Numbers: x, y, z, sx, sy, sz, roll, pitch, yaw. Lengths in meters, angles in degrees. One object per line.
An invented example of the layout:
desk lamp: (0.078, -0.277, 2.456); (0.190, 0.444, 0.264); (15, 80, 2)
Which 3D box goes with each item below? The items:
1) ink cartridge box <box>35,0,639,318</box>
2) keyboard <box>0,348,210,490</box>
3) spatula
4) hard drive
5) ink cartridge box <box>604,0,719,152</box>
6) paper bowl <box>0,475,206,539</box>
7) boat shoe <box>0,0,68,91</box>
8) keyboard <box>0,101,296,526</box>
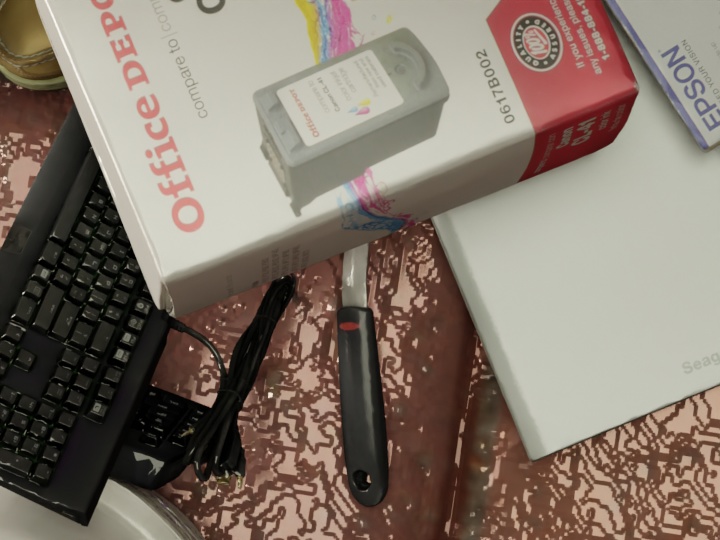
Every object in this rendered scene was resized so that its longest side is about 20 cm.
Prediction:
ink cartridge box: (-0.012, -0.087, 0.842); (0.200, 0.086, 0.148); (-22, 82, -8)
keyboard: (-0.158, 0.034, 0.877); (0.199, 0.104, 0.040); (18, 113, 5)
spatula: (0.000, 0.000, 0.908); (0.056, 0.021, 0.201); (-1, 88, 35)
hard drive: (0.095, -0.036, 0.911); (0.132, 0.026, 0.200); (-22, 83, 1)
ink cartridge box: (0.173, -0.179, 0.909); (0.200, 0.043, 0.197); (-31, 84, -3)
paper bowl: (-0.146, 0.172, 0.864); (0.200, 0.104, 0.201); (0, 84, 4)
boat shoe: (-0.082, -0.155, 0.907); (0.200, 0.076, 0.072); (-41, 84, -1)
keyboard: (-0.086, 0.013, 0.869); (0.127, 0.021, 0.200); (27, 56, -11)
